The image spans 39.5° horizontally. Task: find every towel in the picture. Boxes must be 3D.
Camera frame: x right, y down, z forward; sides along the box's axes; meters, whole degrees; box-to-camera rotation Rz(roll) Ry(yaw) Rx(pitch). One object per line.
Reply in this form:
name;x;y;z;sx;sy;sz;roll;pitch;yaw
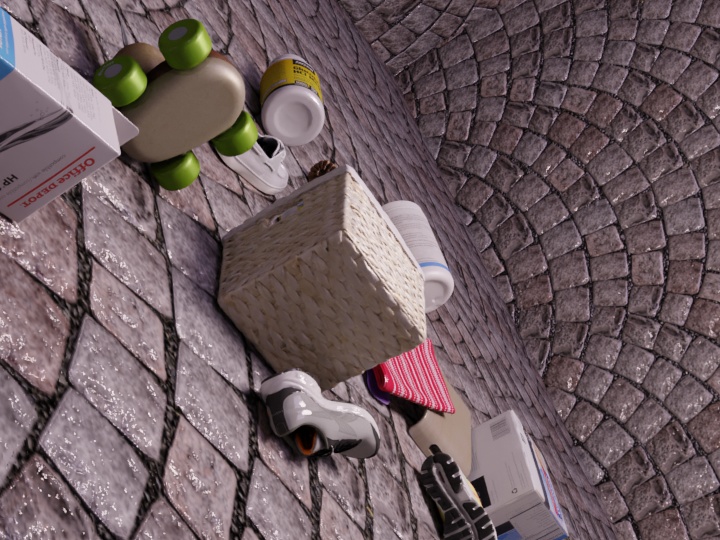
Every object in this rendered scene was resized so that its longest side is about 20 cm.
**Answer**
towel;0.074;0.148;1.597;0.200;0.022;0.145;26;37;-47

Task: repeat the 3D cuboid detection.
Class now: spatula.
spatula;0.010;0.121;1.579;0.056;0.021;0.201;37;24;-42

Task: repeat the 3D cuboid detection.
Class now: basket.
basket;-0.044;0.021;1.218;0.200;0.198;0.161;53;18;-28

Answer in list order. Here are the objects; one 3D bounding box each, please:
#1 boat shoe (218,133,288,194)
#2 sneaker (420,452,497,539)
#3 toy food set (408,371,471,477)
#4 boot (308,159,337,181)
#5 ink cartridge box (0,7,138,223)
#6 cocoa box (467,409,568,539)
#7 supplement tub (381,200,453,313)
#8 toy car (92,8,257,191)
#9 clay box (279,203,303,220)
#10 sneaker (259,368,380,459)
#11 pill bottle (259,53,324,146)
boat shoe;-0.150;-0.176;1.518;0.200;0.068;0.072;37;26;-59
sneaker;0.157;0.368;1.479;0.090;0.078;0.201;53;15;-55
toy food set;0.126;0.249;1.685;0.144;0.060;0.200;54;23;-24
boot;-0.022;-0.104;1.849;0.201;0.075;0.107;66;9;30
ink cartridge box;-0.276;-0.116;0.803;0.200;0.116;0.068;42;22;-51
cocoa box;0.245;0.364;1.681;0.131;0.133;0.200;53;15;-29
supplement tub;0.094;-0.024;1.970;0.132;0.132;0.201;44;22;-50
toy car;-0.234;-0.226;1.177;0.200;0.157;0.165;56;-5;44
clay box;-0.059;-0.054;1.496;0.048;0.115;0.200;51;16;-36
sneaker;-0.044;0.185;1.149;0.200;0.074;0.080;37;35;-46
pill bottle;-0.126;-0.317;1.819;0.113;0.112;0.200;52;15;-31
